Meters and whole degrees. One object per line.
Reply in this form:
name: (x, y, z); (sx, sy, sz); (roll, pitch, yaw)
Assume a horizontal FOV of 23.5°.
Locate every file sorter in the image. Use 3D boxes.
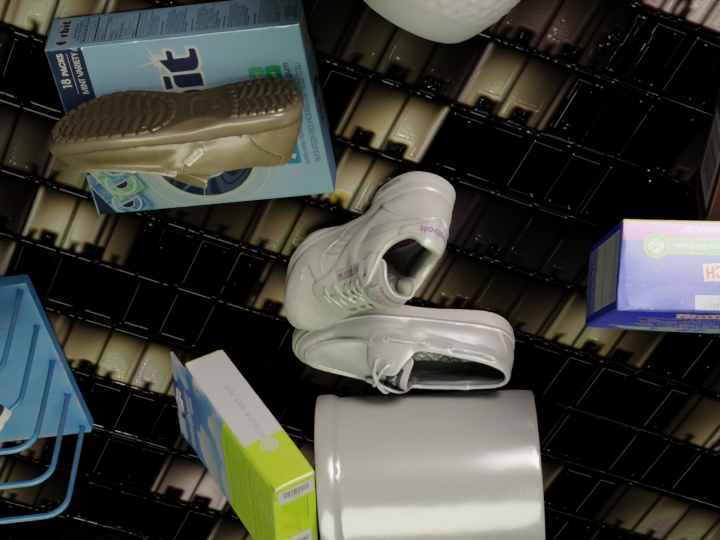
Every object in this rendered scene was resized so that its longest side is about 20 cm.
file sorter: (-0.344, 0.123, 1.567); (0.138, 0.123, 0.200); (-7, 132, 8)

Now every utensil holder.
utensil holder: (0.064, 0.193, 1.590); (0.200, 0.170, 0.170); (-4, 133, 2)

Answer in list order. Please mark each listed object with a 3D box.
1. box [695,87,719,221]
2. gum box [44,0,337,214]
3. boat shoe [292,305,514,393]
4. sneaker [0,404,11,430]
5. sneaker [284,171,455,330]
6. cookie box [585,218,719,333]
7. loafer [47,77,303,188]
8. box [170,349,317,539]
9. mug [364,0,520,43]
box: (0.377, -0.083, 1.380); (0.200, 0.075, 0.100); (6, 133, -1)
gum box: (-0.130, -0.129, 1.375); (0.200, 0.045, 0.170); (-4, 133, 7)
boat shoe: (0.038, 0.078, 1.546); (0.200, 0.069, 0.072); (5, 133, -2)
sneaker: (-0.389, 0.139, 1.461); (0.200, 0.076, 0.081); (-29, 114, 21)
sneaker: (0.000, 0.000, 1.454); (0.075, 0.100, 0.200); (29, 129, -26)
cookie box: (0.278, 0.008, 1.393); (0.171, 0.075, 0.200); (2, 175, 0)
loafer: (-0.139, -0.097, 1.322); (0.200, 0.076, 0.068); (-5, 125, 7)
box: (-0.106, 0.167, 1.578); (0.048, 0.200, 0.122); (-22, 137, -21)
mug: (0.053, -0.265, 1.169); (0.200, 0.148, 0.176); (40, 118, 20)
